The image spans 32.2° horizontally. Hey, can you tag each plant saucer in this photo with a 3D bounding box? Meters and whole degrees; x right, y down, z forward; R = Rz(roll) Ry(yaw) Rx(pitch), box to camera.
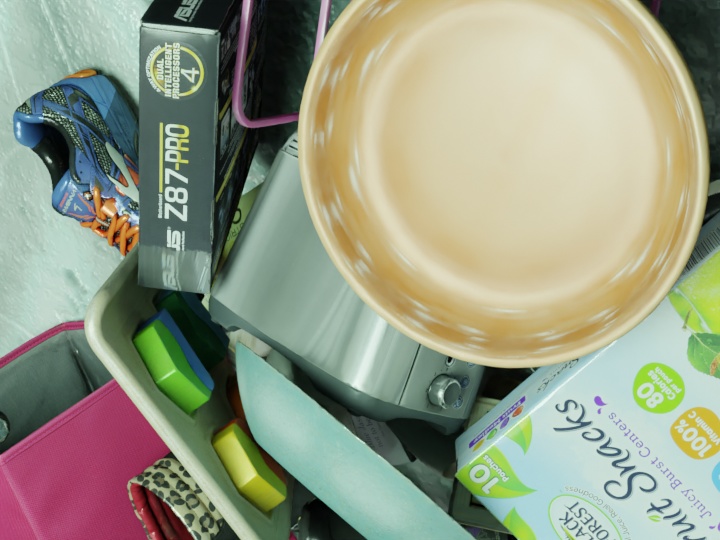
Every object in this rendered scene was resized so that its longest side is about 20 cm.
[{"bbox_3d":[-0.006,0.118,0.709,0.201,0.039,0.201,40,172,7],"label":"plant saucer"},{"bbox_3d":[0.066,-0.053,0.589,0.200,0.037,0.201,8,110,24],"label":"plant saucer"}]

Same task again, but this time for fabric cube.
[{"bbox_3d":[-0.206,0.168,0.949,0.200,0.196,0.200,-4,115,44],"label":"fabric cube"}]

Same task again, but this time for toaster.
[{"bbox_3d":[0.000,0.000,0.730,0.200,0.114,0.129,29,97,45],"label":"toaster"}]

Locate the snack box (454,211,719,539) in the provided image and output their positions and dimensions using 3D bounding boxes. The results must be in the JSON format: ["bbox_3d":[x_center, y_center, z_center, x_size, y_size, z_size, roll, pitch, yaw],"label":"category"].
[{"bbox_3d":[0.170,0.086,0.667,0.200,0.053,0.142,-42,98,15],"label":"snack box"}]

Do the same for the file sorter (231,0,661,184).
[{"bbox_3d":[0.049,-0.121,0.678,0.200,0.139,0.126,16,110,23],"label":"file sorter"}]

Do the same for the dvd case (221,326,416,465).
[{"bbox_3d":[-0.063,0.099,0.957,0.200,0.018,0.143,-17,106,37],"label":"dvd case"}]

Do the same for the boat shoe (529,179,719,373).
[{"bbox_3d":[0.175,0.000,0.703,0.200,0.072,0.068,-26,67,23],"label":"boat shoe"}]

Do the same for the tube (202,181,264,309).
[{"bbox_3d":[-0.072,-0.025,0.879,0.200,0.052,0.058,-30,53,44],"label":"tube"}]

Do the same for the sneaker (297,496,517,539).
[{"bbox_3d":[0.053,0.185,0.853,0.200,0.076,0.088,22,141,-34],"label":"sneaker"}]

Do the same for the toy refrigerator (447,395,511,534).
[{"bbox_3d":[0.157,0.134,0.753,0.199,0.070,0.076,12,79,5],"label":"toy refrigerator"}]

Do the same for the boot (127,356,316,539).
[{"bbox_3d":[-0.061,0.179,0.885,0.073,0.151,0.200,-24,101,48],"label":"boot"}]

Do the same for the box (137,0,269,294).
[{"bbox_3d":[-0.090,-0.106,0.749,0.049,0.200,0.162,6,123,1],"label":"box"}]

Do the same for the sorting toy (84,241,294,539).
[{"bbox_3d":[-0.089,0.078,0.758,0.036,0.185,0.200,-30,101,6],"label":"sorting toy"}]

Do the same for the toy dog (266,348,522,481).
[{"bbox_3d":[0.039,0.100,0.851,0.200,0.132,0.096,42,167,11],"label":"toy dog"}]

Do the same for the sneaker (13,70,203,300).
[{"bbox_3d":[-0.177,-0.049,0.879,0.200,0.078,0.075,52,133,14],"label":"sneaker"}]
